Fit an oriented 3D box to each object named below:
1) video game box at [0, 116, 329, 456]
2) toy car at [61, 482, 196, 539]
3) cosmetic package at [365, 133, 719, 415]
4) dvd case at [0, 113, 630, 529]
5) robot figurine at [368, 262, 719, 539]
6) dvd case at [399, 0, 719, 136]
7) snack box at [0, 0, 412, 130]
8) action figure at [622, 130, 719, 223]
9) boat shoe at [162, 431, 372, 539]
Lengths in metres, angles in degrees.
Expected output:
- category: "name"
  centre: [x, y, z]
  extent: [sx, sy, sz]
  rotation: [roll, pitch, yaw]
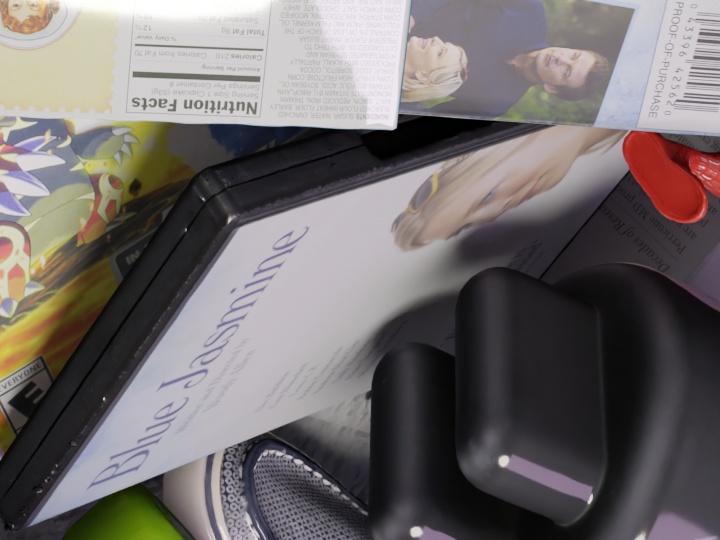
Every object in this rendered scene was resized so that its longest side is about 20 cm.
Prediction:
- category: "video game box"
  centre: [-0.049, -0.067, 0.760]
  extent: [0.199, 0.047, 0.183]
  rotation: [-34, 138, -12]
- category: "toy car"
  centre: [-0.088, 0.153, 0.758]
  extent: [0.164, 0.158, 0.200]
  rotation: [-42, 173, -3]
- category: "cosmetic package"
  centre: [0.107, 0.003, 0.940]
  extent: [0.200, 0.071, 0.101]
  rotation: [-51, 141, 10]
- category: "dvd case"
  centre: [0.000, 0.000, 0.795]
  extent: [0.199, 0.018, 0.143]
  rotation: [-19, 156, -44]
- category: "robot figurine"
  centre: [0.098, 0.076, 0.814]
  extent: [0.199, 0.150, 0.125]
  rotation: [26, 83, -25]
- category: "dvd case"
  centre: [0.018, -0.103, 0.678]
  extent: [0.199, 0.018, 0.143]
  rotation: [4, 120, -13]
- category: "snack box"
  centre: [-0.085, -0.093, 0.631]
  extent: [0.199, 0.037, 0.117]
  rotation: [2, 117, -11]
- category: "action figure"
  centre: [0.168, -0.004, 0.814]
  extent: [0.200, 0.099, 0.065]
  rotation: [15, 117, -51]
- category: "boat shoe"
  centre: [0.028, 0.109, 0.911]
  extent: [0.092, 0.075, 0.200]
  rotation: [-19, 131, 32]
